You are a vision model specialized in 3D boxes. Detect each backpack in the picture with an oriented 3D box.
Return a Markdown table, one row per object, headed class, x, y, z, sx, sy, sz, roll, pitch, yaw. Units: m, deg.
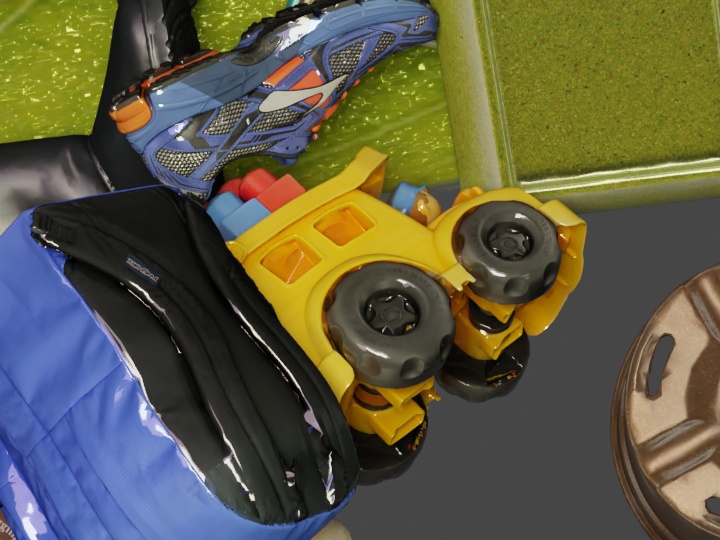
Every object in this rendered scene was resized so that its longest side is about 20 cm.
| class | x | y | z | sx | sy | sz | roll | pitch | yaw |
| --- | --- | --- | --- | --- | --- | --- | --- | --- | --- |
| backpack | -0.106 | 0.078 | 1.270 | 0.200 | 0.162 | 0.168 | 51 | 122 | 13 |

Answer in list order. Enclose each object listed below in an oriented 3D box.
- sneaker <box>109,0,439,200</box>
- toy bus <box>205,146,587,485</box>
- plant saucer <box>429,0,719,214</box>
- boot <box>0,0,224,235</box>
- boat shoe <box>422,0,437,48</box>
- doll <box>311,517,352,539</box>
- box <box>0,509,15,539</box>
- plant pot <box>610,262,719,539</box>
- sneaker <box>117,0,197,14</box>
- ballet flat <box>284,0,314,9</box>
| class | x | y | z | sx | sy | sz | roll | pitch | yaw |
| --- | --- | --- | --- | --- | --- | --- | --- | --- | --- |
| sneaker | -0.043 | -0.101 | 1.408 | 0.200 | 0.075 | 0.079 | -25 | 106 | -16 |
| toy bus | 0.000 | 0.000 | 1.418 | 0.200 | 0.136 | 0.192 | -33 | 64 | -27 |
| plant saucer | 0.142 | -0.120 | 1.419 | 0.199 | 0.048 | 0.200 | -7 | 112 | 9 |
| boot | -0.171 | -0.071 | 1.478 | 0.168 | 0.076 | 0.201 | -5 | 116 | 9 |
| boat shoe | 0.005 | -0.194 | 1.444 | 0.200 | 0.068 | 0.072 | 37 | 74 | -25 |
| doll | -0.011 | 0.238 | 1.416 | 0.048 | 0.136 | 0.201 | -7 | 91 | -27 |
| box | -0.149 | 0.158 | 1.428 | 0.166 | 0.164 | 0.200 | 37 | 90 | 14 |
| plant pot | 0.226 | 0.079 | 1.348 | 0.200 | 0.198 | 0.201 | -1 | 83 | 10 |
| sneaker | -0.104 | -0.204 | 1.518 | 0.104 | 0.060 | 0.200 | -15 | 98 | -13 |
| ballet flat | -0.009 | -0.189 | 1.503 | 0.070 | 0.071 | 0.201 | 11 | 85 | 13 |
